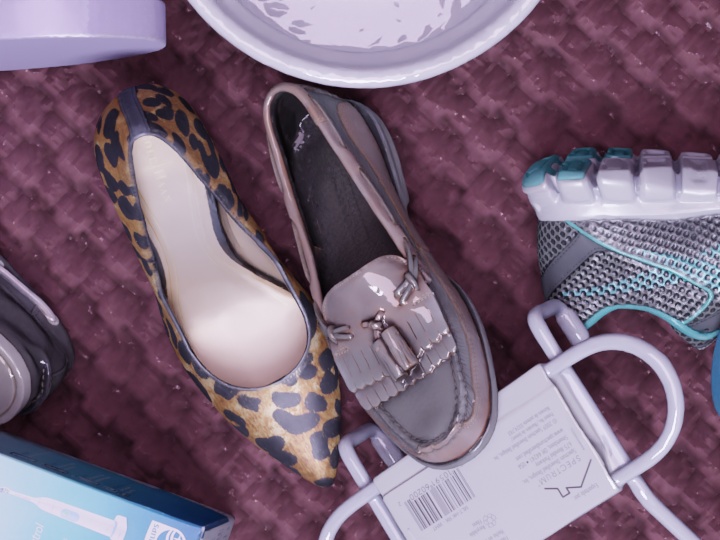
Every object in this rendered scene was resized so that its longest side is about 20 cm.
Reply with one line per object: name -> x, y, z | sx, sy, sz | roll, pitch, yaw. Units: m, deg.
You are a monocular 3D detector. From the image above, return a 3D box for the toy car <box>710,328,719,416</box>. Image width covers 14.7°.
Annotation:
toy car -> 0.243, 0.137, 1.273 | 0.183, 0.177, 0.201 | 10, 117, -11

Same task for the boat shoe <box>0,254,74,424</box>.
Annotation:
boat shoe -> -0.218, -0.008, 1.336 | 0.200, 0.057, 0.067 | 45, 123, 7

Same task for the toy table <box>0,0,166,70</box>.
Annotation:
toy table -> -0.175, -0.155, 1.282 | 0.199, 0.184, 0.118 | -3, 88, 29

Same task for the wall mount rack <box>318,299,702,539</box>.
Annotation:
wall mount rack -> 0.086, 0.118, 1.288 | 0.200, 0.075, 0.174 | -35, 83, 20

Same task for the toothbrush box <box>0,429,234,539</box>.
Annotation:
toothbrush box -> -0.168, 0.119, 1.276 | 0.199, 0.146, 0.086 | 21, 88, 3

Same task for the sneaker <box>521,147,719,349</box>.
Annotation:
sneaker -> 0.175, -0.008, 1.311 | 0.199, 0.078, 0.092 | 3, 104, 8

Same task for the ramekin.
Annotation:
ramekin -> 0.000, -0.179, 1.299 | 0.199, 0.098, 0.202 | 0, 86, -2

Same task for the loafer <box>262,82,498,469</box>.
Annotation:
loafer -> 0.000, 0.000, 1.276 | 0.072, 0.063, 0.201 | -34, 58, 19

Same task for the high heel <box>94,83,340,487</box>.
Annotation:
high heel -> -0.064, 0.012, 1.277 | 0.071, 0.143, 0.201 | -27, 86, 1
